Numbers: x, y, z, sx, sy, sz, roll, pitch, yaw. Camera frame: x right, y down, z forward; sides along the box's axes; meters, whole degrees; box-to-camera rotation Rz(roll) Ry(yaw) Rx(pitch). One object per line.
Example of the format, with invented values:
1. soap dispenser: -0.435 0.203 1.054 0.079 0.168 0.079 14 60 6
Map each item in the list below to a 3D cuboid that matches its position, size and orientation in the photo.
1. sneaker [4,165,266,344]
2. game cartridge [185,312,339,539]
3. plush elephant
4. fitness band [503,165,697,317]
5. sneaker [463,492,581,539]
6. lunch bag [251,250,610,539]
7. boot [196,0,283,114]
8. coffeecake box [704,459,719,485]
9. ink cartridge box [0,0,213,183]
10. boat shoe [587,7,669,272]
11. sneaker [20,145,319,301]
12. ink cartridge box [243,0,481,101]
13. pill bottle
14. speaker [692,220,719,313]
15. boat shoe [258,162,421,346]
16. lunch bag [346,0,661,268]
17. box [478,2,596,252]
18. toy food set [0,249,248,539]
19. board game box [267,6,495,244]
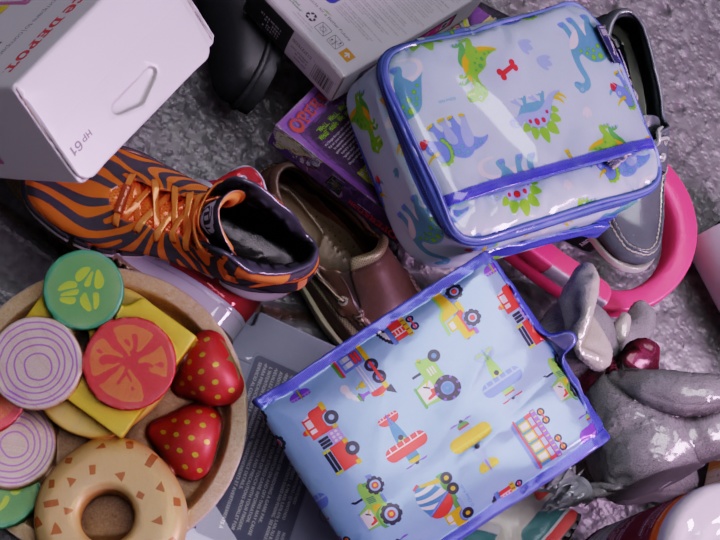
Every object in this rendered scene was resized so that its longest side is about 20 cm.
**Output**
1. sneaker: -0.140 -0.047 1.412 0.200 0.071 0.113 37 73 -4
2. game cartridge: -0.062 0.137 1.417 0.133 0.042 0.200 28 63 -17
3. plush elephant: 0.182 0.082 1.467 0.200 0.165 0.155 -8 68 -33
4. fitness band: 0.162 -0.052 1.544 0.200 0.037 0.144 37 60 -10
5. sneaker: 0.060 0.207 1.435 0.200 0.070 0.093 -38 74 -28
6. lunch bag: 0.056 0.093 1.361 0.200 0.094 0.151 -33 87 3
7. boot: -0.133 -0.222 1.486 0.168 0.076 0.200 18 61 -20
8. coffeecake box: 0.320 0.235 1.516 0.153 0.073 0.200 27 63 -22
9. ink cartridge box: -0.216 -0.135 1.343 0.145 0.200 0.085 -51 127 -29
10. boat shoe: 0.193 -0.099 1.518 0.073 0.062 0.200 4 69 -24
11. sneaker: -0.117 -0.041 1.322 0.200 0.112 0.078 16 79 -10
12. ink cartridge box: 0.018 -0.203 1.484 0.200 0.037 0.095 -35 77 -34
13. pill bottle: 0.208 0.220 1.409 0.114 0.200 0.114 8 69 -20
14. speaker: 0.330 0.046 1.591 0.081 0.081 0.200 -24 83 -28
15. boat shoe: -0.004 0.004 1.465 0.202 0.075 0.075 43 61 -5
16. lunch bag: 0.104 -0.091 1.429 0.200 0.082 0.161 -15 79 -29
17. box: 0.117 -0.117 1.583 0.200 0.036 0.143 25 65 -12
18. toy food set: -0.174 0.094 1.342 0.198 0.049 0.200 35 84 3
19. board game box: 0.039 -0.121 1.484 0.120 0.032 0.200 41 57 3
